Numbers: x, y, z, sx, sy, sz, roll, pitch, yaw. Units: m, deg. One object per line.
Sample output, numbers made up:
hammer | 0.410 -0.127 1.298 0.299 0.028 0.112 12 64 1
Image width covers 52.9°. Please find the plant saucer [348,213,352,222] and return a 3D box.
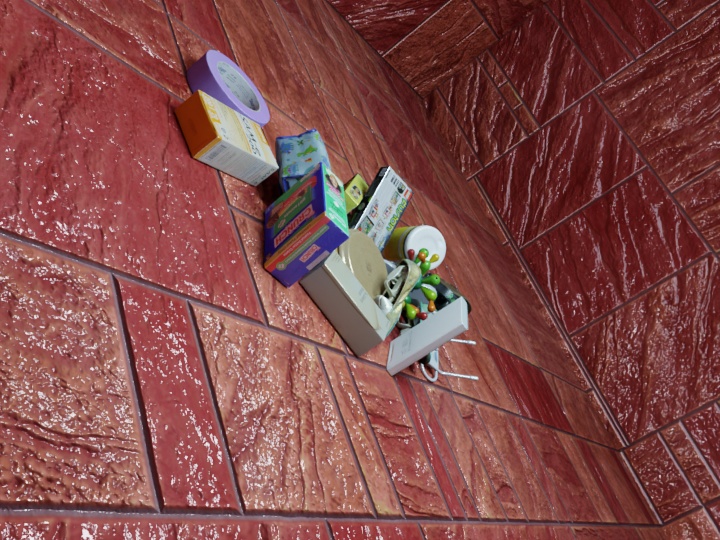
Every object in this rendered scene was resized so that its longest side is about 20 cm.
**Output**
plant saucer | -0.049 -0.098 1.776 0.200 0.035 0.200 47 20 -23

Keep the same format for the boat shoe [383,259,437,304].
boat shoe | 0.105 0.015 1.830 0.199 0.070 0.066 24 30 -4

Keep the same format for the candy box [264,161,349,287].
candy box | -0.109 -0.093 1.421 0.077 0.169 0.200 38 25 -31

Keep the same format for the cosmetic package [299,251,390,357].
cosmetic package | -0.029 0.067 1.498 0.200 0.073 0.104 51 19 -8

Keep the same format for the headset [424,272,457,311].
headset | 0.215 0.058 1.992 0.124 0.094 0.200 53 -16 -28

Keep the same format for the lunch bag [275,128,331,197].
lunch bag | -0.121 -0.184 1.621 0.170 0.127 0.201 -104 -179 -46

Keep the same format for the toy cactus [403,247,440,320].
toy cactus | 0.108 0.031 1.729 0.102 0.164 0.201 40 50 -52

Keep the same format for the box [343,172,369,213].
box | -0.032 -0.182 1.795 0.050 0.075 0.200 49 20 -10

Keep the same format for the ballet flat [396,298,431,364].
ballet flat | 0.121 0.147 1.733 0.068 0.068 0.200 6 38 -10

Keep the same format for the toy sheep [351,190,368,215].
toy sheep | 0.042 -0.151 1.897 0.200 0.137 0.138 102 -32 -57

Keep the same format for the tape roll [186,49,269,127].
tape roll | -0.296 -0.396 1.634 0.200 0.066 0.200 46 22 -25

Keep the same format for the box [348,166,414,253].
box | 0.048 -0.143 1.777 0.110 0.035 0.201 43 67 -35

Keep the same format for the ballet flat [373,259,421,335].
ballet flat | 0.067 0.059 1.618 0.070 0.200 0.071 28 -19 11

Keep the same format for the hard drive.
hard drive | 0.147 0.144 1.596 0.026 0.200 0.132 51 20 -14

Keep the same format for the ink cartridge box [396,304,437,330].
ink cartridge box | 0.142 0.114 1.869 0.161 0.050 0.200 48 18 -20

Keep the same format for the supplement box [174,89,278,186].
supplement box | -0.268 -0.265 1.471 0.200 0.073 0.126 20 40 -60

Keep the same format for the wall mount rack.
wall mount rack | 0.212 0.196 1.808 0.174 0.074 0.201 40 36 -29

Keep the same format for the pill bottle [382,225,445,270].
pill bottle | 0.128 -0.057 1.894 0.114 0.114 0.200 49 -17 -16

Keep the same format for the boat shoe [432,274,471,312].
boat shoe | 0.272 0.072 2.206 0.200 0.072 0.068 38 26 -41

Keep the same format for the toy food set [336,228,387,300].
toy food set | 0.000 0.000 1.658 0.200 0.048 0.199 9 65 -59
